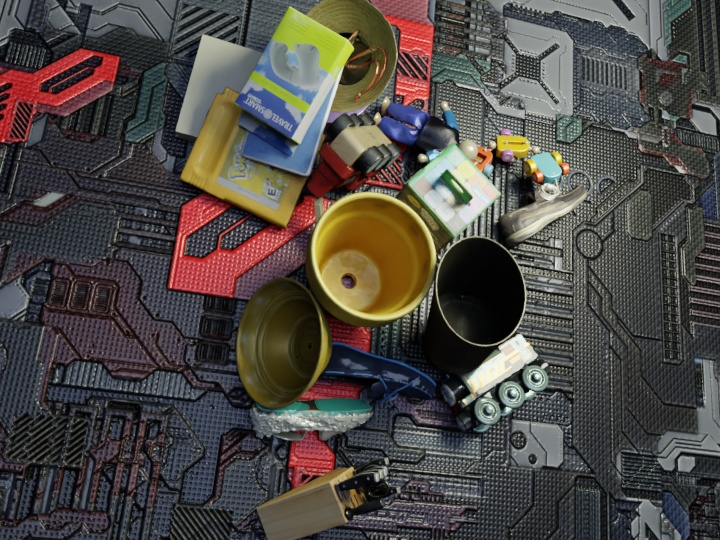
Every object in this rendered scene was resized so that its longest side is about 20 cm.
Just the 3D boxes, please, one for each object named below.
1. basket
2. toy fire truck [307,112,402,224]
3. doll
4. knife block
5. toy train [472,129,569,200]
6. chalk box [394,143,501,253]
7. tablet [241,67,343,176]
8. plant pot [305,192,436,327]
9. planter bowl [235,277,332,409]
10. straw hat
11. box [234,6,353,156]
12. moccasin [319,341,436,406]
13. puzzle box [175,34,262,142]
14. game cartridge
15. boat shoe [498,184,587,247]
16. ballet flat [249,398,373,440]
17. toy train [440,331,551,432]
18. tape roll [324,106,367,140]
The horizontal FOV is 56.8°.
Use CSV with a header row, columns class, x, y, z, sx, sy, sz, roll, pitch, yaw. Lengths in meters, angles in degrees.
class,x,y,z,sx,sy,sz,roll,pitch,yaw
basket,0.169,0.074,1.059,0.134,0.201,0.182,5,61,-1
toy fire truck,-0.031,-0.154,1.153,0.129,0.176,0.200,47,112,2
doll,0.126,-0.257,1.233,0.198,0.049,0.137,26,71,9
knife block,-0.045,0.343,0.986,0.198,0.176,0.065,-20,80,-18
toy train,0.288,-0.189,1.262,0.198,0.056,0.151,26,59,16
chalk box,0.144,-0.121,1.143,0.124,0.200,0.125,-41,88,-20
tablet,-0.112,-0.268,1.101,0.129,0.014,0.202,19,94,13
plant pot,0.000,0.000,1.081,0.198,0.189,0.203,4,74,-14
planter bowl,-0.105,0.117,1.057,0.083,0.199,0.203,14,68,-48
straw hat,-0.015,-0.352,1.126,0.199,0.085,0.204,1,92,25
box,-0.113,-0.302,1.071,0.121,0.048,0.201,32,96,12
moccasin,0.024,0.185,1.104,0.198,0.081,0.069,16,57,4
puzzle box,-0.242,-0.312,1.189,0.132,0.025,0.202,15,72,-12
game cartridge,-0.183,-0.193,1.138,0.198,0.032,0.178,24,93,-7
boat shoe,0.345,-0.121,1.262,0.199,0.075,0.074,-31,85,-21
ballet flat,-0.080,0.241,1.072,0.197,0.072,0.073,4,75,-11
toy train,0.233,0.193,1.151,0.199,0.085,0.114,-29,71,-16
tape roll,-0.078,-0.342,1.195,0.198,0.085,0.203,6,75,-22
